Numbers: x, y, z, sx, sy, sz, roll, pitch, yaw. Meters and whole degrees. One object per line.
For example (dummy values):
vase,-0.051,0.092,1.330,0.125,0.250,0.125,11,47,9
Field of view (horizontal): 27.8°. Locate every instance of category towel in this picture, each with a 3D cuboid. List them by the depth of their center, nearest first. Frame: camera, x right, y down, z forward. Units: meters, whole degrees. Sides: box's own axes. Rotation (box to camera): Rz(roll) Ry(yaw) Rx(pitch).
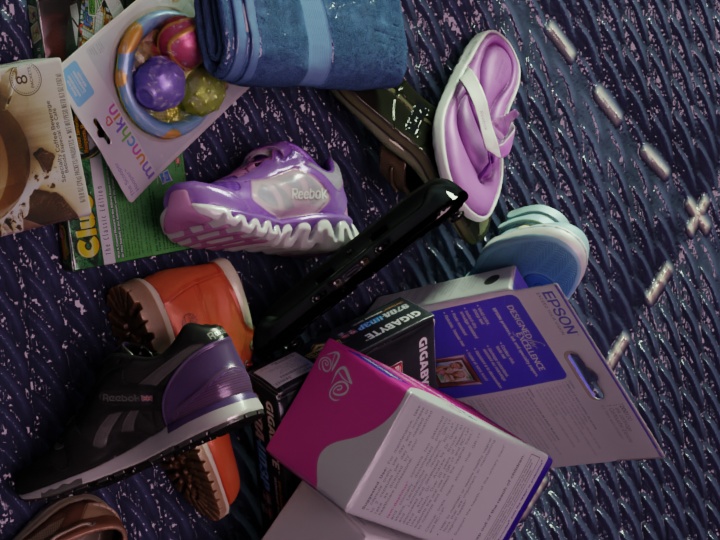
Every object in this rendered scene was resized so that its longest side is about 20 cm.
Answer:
towel,-0.042,-0.193,1.105,0.200,0.048,0.112,-6,82,-49

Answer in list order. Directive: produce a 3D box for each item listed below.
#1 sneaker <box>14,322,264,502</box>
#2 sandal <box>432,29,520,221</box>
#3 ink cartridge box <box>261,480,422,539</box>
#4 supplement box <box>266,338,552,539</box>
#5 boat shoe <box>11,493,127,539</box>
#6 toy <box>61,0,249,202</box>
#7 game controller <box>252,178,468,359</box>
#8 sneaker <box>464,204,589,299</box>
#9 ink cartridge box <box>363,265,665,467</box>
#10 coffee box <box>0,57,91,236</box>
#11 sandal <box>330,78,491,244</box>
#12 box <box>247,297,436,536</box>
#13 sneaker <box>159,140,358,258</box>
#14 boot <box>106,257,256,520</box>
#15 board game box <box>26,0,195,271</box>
sneaker,-0.168,0.100,1.050,0.088,0.200,0.076,68,16,8
sandal,0.106,-0.133,1.222,0.082,0.050,0.203,36,48,-30
ink cartridge box,-0.002,0.263,1.159,0.200,0.083,0.145,29,96,-49
supplement box,0.041,0.142,1.119,0.200,0.101,0.104,27,93,-47
boat shoe,-0.247,0.240,1.042,0.200,0.072,0.076,-48,118,-22
toy,-0.125,-0.156,1.079,0.200,0.047,0.115,-52,127,-35
game controller,0.000,0.000,1.111,0.200,0.104,0.042,-39,98,7
sneaker,0.151,-0.021,1.237,0.080,0.200,0.131,43,60,-4
ink cartridge box,0.131,0.087,1.216,0.198,0.200,0.043,56,44,-26
coffee box,-0.295,-0.070,0.973,0.200,0.080,0.113,-18,105,-32
sandal,0.039,-0.104,1.221,0.201,0.057,0.080,47,41,-11
box,-0.009,0.140,1.180,0.159,0.046,0.200,-24,126,-31
sneaker,-0.077,-0.059,1.121,0.200,0.080,0.089,5,83,-53
boot,-0.114,0.090,1.123,0.107,0.075,0.201,-24,107,-36
board game box,-0.184,-0.106,1.083,0.105,0.023,0.201,-12,101,-36
